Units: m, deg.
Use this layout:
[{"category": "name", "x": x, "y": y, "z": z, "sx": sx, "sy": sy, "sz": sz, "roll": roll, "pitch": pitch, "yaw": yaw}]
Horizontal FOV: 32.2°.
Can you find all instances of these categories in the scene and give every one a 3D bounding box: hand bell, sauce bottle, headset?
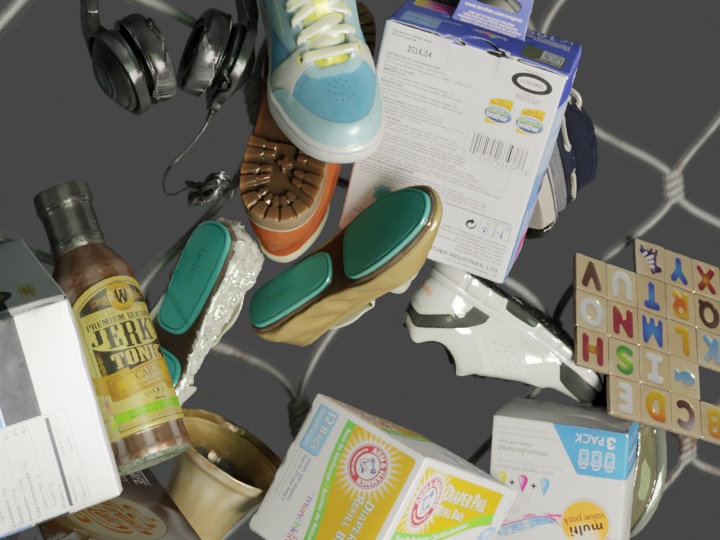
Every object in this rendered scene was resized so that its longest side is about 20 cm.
[{"category": "hand bell", "x": -0.145, "y": 0.216, "z": 0.945, "sx": 0.103, "sy": 0.104, "sz": 0.201, "roll": 27, "pitch": 102, "yaw": -26}, {"category": "sauce bottle", "x": -0.176, "y": 0.038, "z": 0.858, "sx": 0.064, "sy": 0.065, "sz": 0.202, "roll": -19, "pitch": 82, "yaw": -20}, {"category": "headset", "x": -0.123, "y": -0.146, "z": 0.863, "sx": 0.122, "sy": 0.094, "sz": 0.203, "roll": -8, "pitch": 92, "yaw": -23}]

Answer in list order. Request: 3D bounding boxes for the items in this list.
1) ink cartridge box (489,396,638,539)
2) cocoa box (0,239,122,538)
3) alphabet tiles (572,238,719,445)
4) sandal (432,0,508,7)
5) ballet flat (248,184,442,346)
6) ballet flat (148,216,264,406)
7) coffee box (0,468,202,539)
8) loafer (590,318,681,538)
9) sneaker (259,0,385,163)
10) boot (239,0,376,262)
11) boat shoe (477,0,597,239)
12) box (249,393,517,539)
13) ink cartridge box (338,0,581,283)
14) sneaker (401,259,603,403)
[{"category": "ink cartridge box", "x": 0.167, "y": 0.218, "z": 1.053, "sx": 0.114, "sy": 0.068, "sz": 0.203, "roll": 6, "pitch": 101, "yaw": 19}, {"category": "cocoa box", "x": -0.247, "y": 0.074, "z": 0.789, "sx": 0.130, "sy": 0.200, "sz": 0.135, "roll": -18, "pitch": 107, "yaw": -19}, {"category": "alphabet tiles", "x": 0.262, "y": 0.057, "z": 1.068, "sx": 0.198, "sy": 0.008, "sz": 0.169, "roll": 17, "pitch": 62, "yaw": -25}, {"category": "sandal", "x": 0.082, "y": -0.218, "z": 0.977, "sx": 0.074, "sy": 0.045, "sz": 0.202, "roll": 14, "pitch": 109, "yaw": -22}, {"category": "ballet flat", "x": 0.000, "y": 0.000, "z": 0.919, "sx": 0.063, "sy": 0.199, "sz": 0.069, "roll": 28, "pitch": 47, "yaw": -35}, {"category": "ballet flat", "x": -0.131, "y": 0.057, "z": 0.919, "sx": 0.071, "sy": 0.072, "sz": 0.201, "roll": 34, "pitch": 87, "yaw": -26}, {"category": "coffee box", "x": -0.184, "y": 0.187, "z": 0.841, "sx": 0.113, "sy": 0.200, "sz": 0.081, "roll": 14, "pitch": 96, "yaw": -26}, {"category": "loafer", "x": 0.227, "y": 0.134, "z": 1.098, "sx": 0.069, "sy": 0.075, "sz": 0.203, "roll": 10, "pitch": 86, "yaw": -22}, {"category": "sneaker", "x": -0.032, "y": -0.178, "z": 0.827, "sx": 0.079, "sy": 0.201, "sz": 0.131, "roll": -12, "pitch": 144, "yaw": -10}, {"category": "boot", "x": -0.039, "y": -0.105, "z": 0.927, "sx": 0.074, "sy": 0.107, "sz": 0.202, "roll": 15, "pitch": 68, "yaw": 8}, {"category": "boat shoe", "x": 0.134, "y": -0.133, "z": 0.989, "sx": 0.093, "sy": 0.074, "sz": 0.202, "roll": -39, "pitch": 129, "yaw": -35}, {"category": "box", "x": 0.023, "y": 0.179, "z": 0.940, "sx": 0.113, "sy": 0.101, "sz": 0.200, "roll": -62, "pitch": 150, "yaw": -2}, {"category": "ink cartridge box", "x": 0.075, "y": -0.109, "z": 0.905, "sx": 0.135, "sy": 0.076, "sz": 0.202, "roll": 19, "pitch": 121, "yaw": 9}, {"category": "sneaker", "x": 0.117, "y": 0.061, "z": 1.038, "sx": 0.199, "sy": 0.074, "sz": 0.080, "roll": 34, "pitch": 100, "yaw": -22}]
